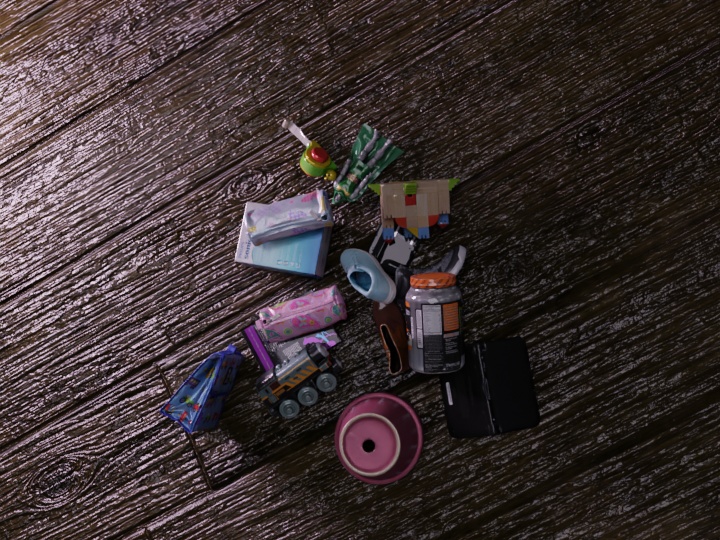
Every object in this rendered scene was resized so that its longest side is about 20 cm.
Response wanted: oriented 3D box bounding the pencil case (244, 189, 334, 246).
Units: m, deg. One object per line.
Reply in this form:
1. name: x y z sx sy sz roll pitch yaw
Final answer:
1. pencil case: -0.157 -0.115 1.546 0.199 0.083 0.091 -14 44 8

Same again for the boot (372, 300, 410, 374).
1. boot: 0.056 0.133 1.505 0.068 0.200 0.189 -13 80 10

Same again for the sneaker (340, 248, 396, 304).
1. sneaker: 0.000 0.000 1.553 0.200 0.082 0.074 40 104 46

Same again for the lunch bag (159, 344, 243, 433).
1. lunch bag: -0.342 0.255 1.581 0.094 0.151 0.200 30 89 12

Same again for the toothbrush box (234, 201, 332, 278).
1. toothbrush box: -0.178 -0.070 1.630 0.199 0.085 0.147 9 83 10

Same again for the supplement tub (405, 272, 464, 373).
1. supplement tub: 0.158 0.109 1.478 0.122 0.123 0.201 -2 97 9

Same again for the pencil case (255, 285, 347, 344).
1. pencil case: -0.132 0.100 1.566 0.199 0.087 0.088 -17 80 5

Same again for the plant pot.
1. plant pot: 0.033 0.364 1.490 0.199 0.179 0.201 -1 82 8

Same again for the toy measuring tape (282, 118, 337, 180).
1. toy measuring tape: -0.133 -0.284 1.657 0.074 0.074 0.200 -44 79 2

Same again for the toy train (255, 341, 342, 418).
1. toy train: -0.141 0.246 1.566 0.200 0.085 0.114 -36 108 6

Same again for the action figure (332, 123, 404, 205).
1. action figure: -0.003 -0.236 1.643 0.118 0.055 0.200 36 94 9

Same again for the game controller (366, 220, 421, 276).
1. game controller: 0.094 -0.090 1.617 0.104 0.042 0.200 27 88 -2

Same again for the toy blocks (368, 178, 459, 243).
1. toy blocks: 0.123 -0.132 1.562 0.199 0.100 0.137 -5 101 -3

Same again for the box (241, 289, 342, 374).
1. box: -0.160 0.156 1.624 0.200 0.036 0.143 -31 79 6

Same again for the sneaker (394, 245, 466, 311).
1. sneaker: 0.145 0.006 1.560 0.114 0.075 0.200 37 93 -3

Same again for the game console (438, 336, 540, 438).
1. game console: 0.281 0.260 1.544 0.176 0.116 0.201 -17 78 37
